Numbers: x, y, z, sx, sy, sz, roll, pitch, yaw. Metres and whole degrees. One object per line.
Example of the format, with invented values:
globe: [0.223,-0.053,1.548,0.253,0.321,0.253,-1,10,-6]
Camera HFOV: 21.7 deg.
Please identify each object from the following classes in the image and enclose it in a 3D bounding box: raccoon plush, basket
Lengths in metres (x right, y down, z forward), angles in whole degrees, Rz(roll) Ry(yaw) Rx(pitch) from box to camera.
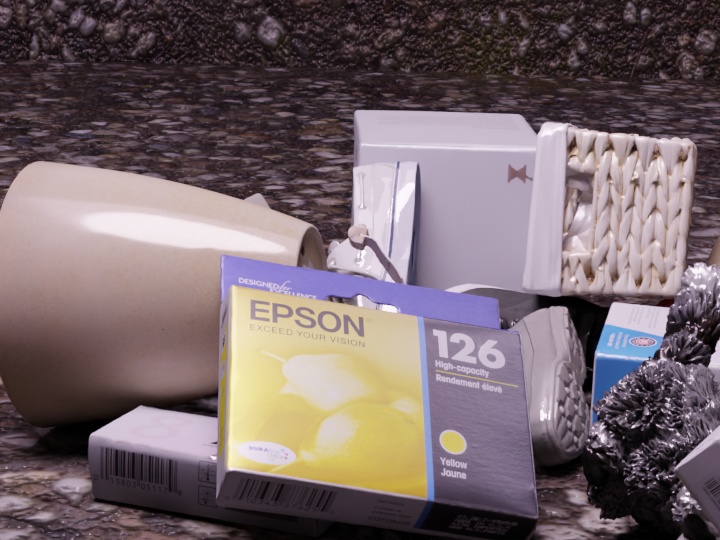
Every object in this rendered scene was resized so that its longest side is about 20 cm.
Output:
raccoon plush: [0.219,0.091,1.130,0.133,0.201,0.097,11,-10,39]
basket: [0.205,-0.045,1.510,0.123,0.137,0.200,6,4,11]

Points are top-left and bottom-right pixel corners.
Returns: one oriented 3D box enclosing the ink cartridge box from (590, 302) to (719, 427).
ink cartridge box: [0.269,0.086,1.334,0.199,0.084,0.145,5,13,12]

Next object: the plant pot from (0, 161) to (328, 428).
plant pot: [-0.128,0.017,1.310,0.199,0.189,0.187,0,13,13]

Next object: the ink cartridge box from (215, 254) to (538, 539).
ink cartridge box: [0.009,0.068,1.174,0.196,0.047,0.201,9,50,-13]

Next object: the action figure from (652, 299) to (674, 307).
action figure: [0.259,0.050,1.527,0.051,0.066,0.200,-4,8,26]

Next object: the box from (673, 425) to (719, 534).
box: [0.258,0.133,1.050,0.036,0.145,0.200,-40,-8,30]

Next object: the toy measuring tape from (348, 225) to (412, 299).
toy measuring tape: [0.031,0.066,1.267,0.200,0.074,0.073,54,33,13]

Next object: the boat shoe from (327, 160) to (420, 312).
boat shoe: [0.000,-0.003,1.518,0.085,0.203,0.075,1,-30,8]

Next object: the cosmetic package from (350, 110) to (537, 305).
cosmetic package: [0.074,-0.048,1.690,0.165,0.169,0.200,2,12,-2]

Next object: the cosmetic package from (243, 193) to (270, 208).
cosmetic package: [-0.130,0.013,1.507,0.103,0.088,0.200,-31,2,22]

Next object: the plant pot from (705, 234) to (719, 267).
plant pot: [0.343,0.020,1.465,0.134,0.201,0.200,-28,17,-3]

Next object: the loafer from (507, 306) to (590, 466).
loafer: [0.126,0.088,1.362,0.069,0.070,0.200,-20,16,13]

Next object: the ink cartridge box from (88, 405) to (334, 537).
ink cartridge box: [-0.065,0.113,1.258,0.162,0.057,0.200,7,19,20]

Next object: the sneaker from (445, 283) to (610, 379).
sneaker: [0.134,0.051,1.486,0.199,0.071,0.099,-1,8,-31]
